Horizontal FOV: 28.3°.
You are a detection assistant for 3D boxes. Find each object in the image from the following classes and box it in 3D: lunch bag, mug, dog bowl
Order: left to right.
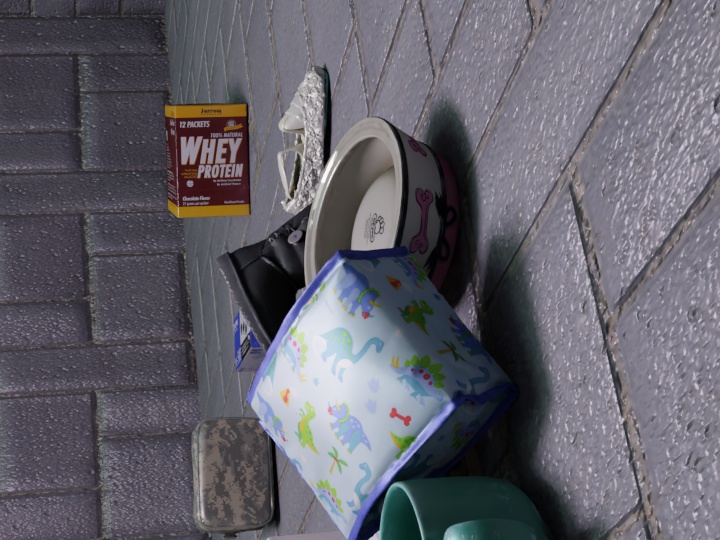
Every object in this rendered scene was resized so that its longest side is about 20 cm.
[{"bbox_3d":[-0.223,0.352,2.445,0.168,0.138,0.202,129,138,-70],"label":"lunch bag"},{"bbox_3d":[0.006,0.107,1.194,0.170,0.127,0.200,52,118,24],"label":"lunch bag"},{"bbox_3d":[0.021,-0.038,1.338,0.200,0.073,0.202,-38,46,53],"label":"dog bowl"},{"bbox_3d":[0.090,0.238,1.088,0.185,0.113,0.153,-149,59,-74],"label":"mug"}]

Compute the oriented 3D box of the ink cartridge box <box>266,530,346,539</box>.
[{"bbox_3d":[-0.057,0.430,1.770,0.067,0.116,0.202,-133,42,-67],"label":"ink cartridge box"}]

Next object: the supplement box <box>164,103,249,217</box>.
[{"bbox_3d":[-0.285,-0.207,2.637,0.197,0.132,0.202,-152,60,-75],"label":"supplement box"}]

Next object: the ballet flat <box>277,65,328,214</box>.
[{"bbox_3d":[-0.076,-0.166,1.870,0.072,0.071,0.202,-141,51,-73],"label":"ballet flat"}]

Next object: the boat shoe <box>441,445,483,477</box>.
[{"bbox_3d":[0.051,0.127,1.287,0.072,0.072,0.201,-39,49,32],"label":"boat shoe"}]

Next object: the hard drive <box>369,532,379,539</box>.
[{"bbox_3d":[0.034,0.363,1.539,0.140,0.038,0.202,-121,31,-66],"label":"hard drive"}]

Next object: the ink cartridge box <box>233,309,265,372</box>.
[{"bbox_3d":[-0.184,0.108,2.440,0.200,0.044,0.095,126,142,-70],"label":"ink cartridge box"}]

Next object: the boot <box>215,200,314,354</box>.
[{"bbox_3d":[-0.034,-0.006,1.456,0.165,0.199,0.066,59,176,37],"label":"boot"}]
